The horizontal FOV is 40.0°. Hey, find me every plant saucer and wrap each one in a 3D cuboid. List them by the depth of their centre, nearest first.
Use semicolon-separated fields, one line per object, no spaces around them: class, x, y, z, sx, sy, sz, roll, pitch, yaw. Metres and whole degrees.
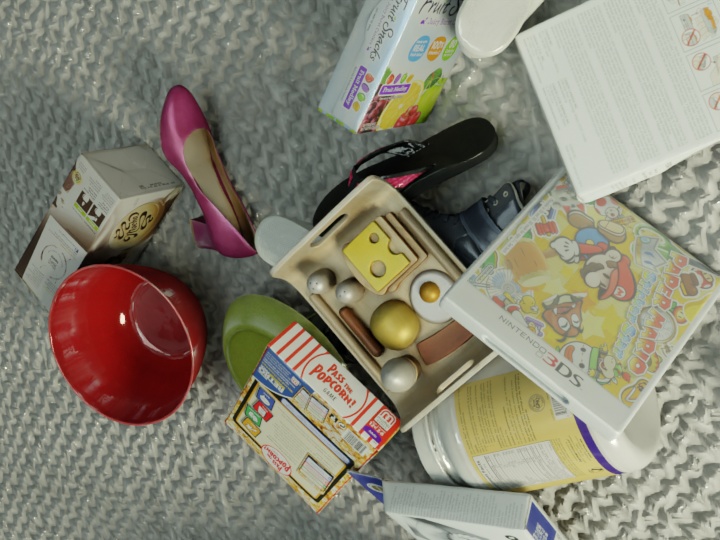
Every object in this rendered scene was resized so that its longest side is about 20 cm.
plant saucer;-0.086;0.118;1.105;0.200;0.031;0.200;27;138;27

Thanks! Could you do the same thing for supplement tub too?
supplement tub;0.163;0.134;0.938;0.200;0.145;0.146;-20;92;33

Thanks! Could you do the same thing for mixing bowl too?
mixing bowl;-0.260;0.074;1.190;0.200;0.108;0.200;7;109;21

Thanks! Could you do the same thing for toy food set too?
toy food set;0.026;0.031;0.917;0.144;0.060;0.200;-43;82;19

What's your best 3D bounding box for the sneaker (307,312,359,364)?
sneaker;-0.002;0.068;1.058;0.200;0.081;0.074;-17;93;33

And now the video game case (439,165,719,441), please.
video game case;0.197;0.020;0.861;0.182;0.200;0.023;39;150;12

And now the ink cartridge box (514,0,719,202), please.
ink cartridge box;0.255;-0.170;0.861;0.200;0.047;0.160;-22;79;17

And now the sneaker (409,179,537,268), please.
sneaker;0.093;-0.057;0.978;0.146;0.077;0.202;-49;67;21

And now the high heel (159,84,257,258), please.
high heel;-0.165;-0.109;1.113;0.096;0.067;0.200;8;112;39

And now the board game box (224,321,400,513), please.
board game box;-0.057;0.161;1.047;0.151;0.046;0.200;43;144;7

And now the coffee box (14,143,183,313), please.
coffee box;-0.317;-0.051;1.198;0.080;0.113;0.200;47;120;13

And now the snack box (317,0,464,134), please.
snack box;0.053;-0.227;0.913;0.053;0.142;0.200;36;118;18

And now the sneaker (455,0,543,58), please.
sneaker;0.155;-0.274;0.886;0.075;0.088;0.200;43;96;0

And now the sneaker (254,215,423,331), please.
sneaker;0.000;0.000;1.021;0.200;0.116;0.074;33;105;22

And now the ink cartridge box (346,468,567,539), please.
ink cartridge box;0.106;0.266;0.996;0.200;0.200;0.041;1;58;32

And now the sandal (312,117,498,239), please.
sandal;0.035;-0.098;0.958;0.200;0.045;0.075;-29;47;10
